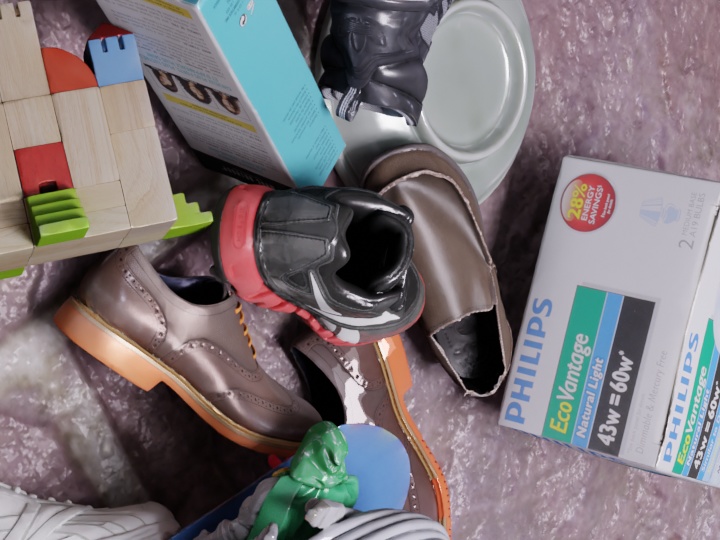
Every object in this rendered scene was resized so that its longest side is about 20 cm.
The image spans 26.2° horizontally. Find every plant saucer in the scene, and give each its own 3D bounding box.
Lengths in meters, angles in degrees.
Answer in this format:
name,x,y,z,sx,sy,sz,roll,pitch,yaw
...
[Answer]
name,x,y,z,sx,sy,sz,roll,pitch,yaw
plant saucer,0.059,-0.127,1.033,0.199,0.050,0.203,-8,103,-39

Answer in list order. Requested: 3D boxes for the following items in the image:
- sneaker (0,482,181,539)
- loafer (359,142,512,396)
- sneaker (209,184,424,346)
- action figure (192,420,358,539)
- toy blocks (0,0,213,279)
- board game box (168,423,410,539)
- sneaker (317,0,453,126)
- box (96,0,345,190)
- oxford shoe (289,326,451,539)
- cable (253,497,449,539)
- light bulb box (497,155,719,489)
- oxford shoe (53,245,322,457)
name,x,y,z,sx,sy,sz,roll,pitch,yaw
sneaker,-0.179,0.149,0.856,0.078,0.099,0.199,-50,161,22
loafer,0.061,0.004,1.018,0.072,0.071,0.201,-26,125,5
sneaker,0.000,0.000,0.896,0.200,0.097,0.072,28,64,-58
action figure,-0.057,0.164,0.866,0.117,0.055,0.201,4,127,-45
toy blocks,-0.185,-0.073,0.798,0.198,0.100,0.138,-12,83,-19
board game box,-0.060,0.158,0.942,0.199,0.039,0.159,-33,144,-18
sneaker,0.023,-0.155,0.934,0.200,0.075,0.115,-46,151,-62
box,-0.076,-0.114,0.847,0.049,0.082,0.200,-59,154,-17
oxford shoe,0.003,0.122,1.019,0.072,0.071,0.202,-25,103,-31
cable,-0.018,0.220,0.861,0.199,0.069,0.201,8,119,-54
light bulb box,0.212,0.043,1.113,0.199,0.124,0.201,21,83,-59
oxford shoe,-0.083,0.050,0.916,0.199,0.071,0.073,35,90,-39
